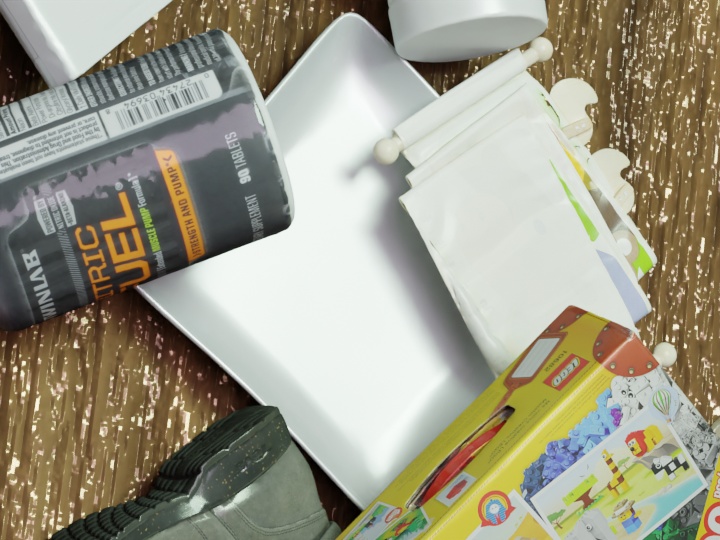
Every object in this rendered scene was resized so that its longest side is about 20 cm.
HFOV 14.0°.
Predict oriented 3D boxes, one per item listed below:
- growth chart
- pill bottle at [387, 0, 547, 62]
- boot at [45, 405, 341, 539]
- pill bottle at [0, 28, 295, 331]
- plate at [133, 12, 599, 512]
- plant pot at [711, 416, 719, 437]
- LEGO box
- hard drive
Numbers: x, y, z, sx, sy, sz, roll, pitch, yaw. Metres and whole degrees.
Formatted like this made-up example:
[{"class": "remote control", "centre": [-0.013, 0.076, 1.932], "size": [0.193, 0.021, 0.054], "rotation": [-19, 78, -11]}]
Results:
[{"class": "growth chart", "centre": [0.093, -0.014, 1.546], "size": [0.144, 0.018, 0.201], "rotation": [-24, 90, -28]}, {"class": "pill bottle", "centre": [0.043, -0.217, 1.546], "size": [0.111, 0.111, 0.201], "rotation": [-4, 78, -24]}, {"class": "boot", "centre": [-0.084, 0.169, 1.443], "size": [0.200, 0.068, 0.131], "rotation": [-34, 104, -20]}, {"class": "pill bottle", "centre": [-0.140, -0.036, 1.423], "size": [0.199, 0.106, 0.107], "rotation": [-21, 88, -7]}, {"class": "plate", "centre": [0.000, 0.000, 1.529], "size": [0.200, 0.032, 0.200], "rotation": [45, 67, -9]}, {"class": "plant pot", "centre": [0.251, 0.202, 1.518], "size": [0.177, 0.200, 0.200], "rotation": [47, 65, -21]}, {"class": "LEGO box", "centre": [0.093, 0.143, 1.452], "size": [0.200, 0.077, 0.149], "rotation": [-45, 111, -9]}, {"class": "hard drive", "centre": [-0.167, -0.206, 1.463], "size": [0.201, 0.026, 0.132], "rotation": [58, 40, -12]}]
